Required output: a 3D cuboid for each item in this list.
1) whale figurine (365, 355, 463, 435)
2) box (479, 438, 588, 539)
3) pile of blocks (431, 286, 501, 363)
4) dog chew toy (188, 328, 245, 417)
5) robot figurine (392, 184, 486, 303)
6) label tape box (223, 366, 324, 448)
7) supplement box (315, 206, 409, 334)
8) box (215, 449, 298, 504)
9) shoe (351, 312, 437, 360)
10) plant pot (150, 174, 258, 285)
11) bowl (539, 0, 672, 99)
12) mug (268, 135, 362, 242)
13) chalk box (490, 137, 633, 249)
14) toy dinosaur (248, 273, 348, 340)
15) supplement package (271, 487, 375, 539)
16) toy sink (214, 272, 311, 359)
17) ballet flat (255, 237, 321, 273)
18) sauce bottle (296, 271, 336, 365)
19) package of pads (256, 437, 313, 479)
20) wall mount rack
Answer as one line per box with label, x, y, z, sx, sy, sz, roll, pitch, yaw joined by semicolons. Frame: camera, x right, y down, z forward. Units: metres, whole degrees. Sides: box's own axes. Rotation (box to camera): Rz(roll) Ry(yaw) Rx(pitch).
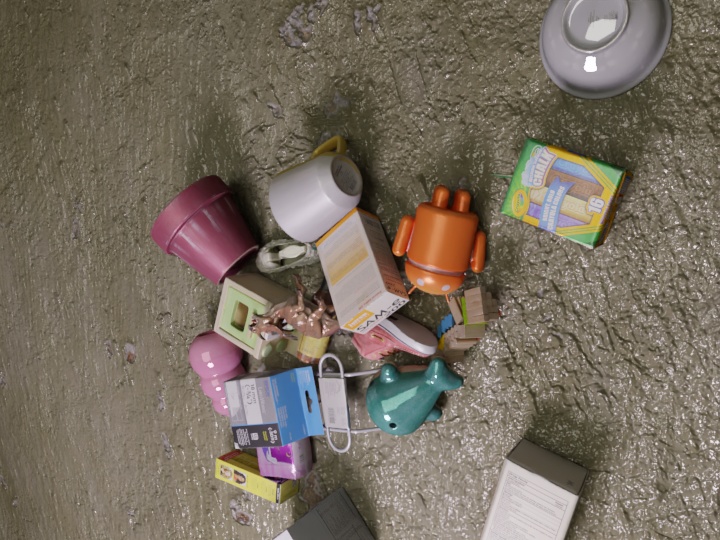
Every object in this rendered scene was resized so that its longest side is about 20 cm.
whale figurine;0.095;0.235;1.086;0.199;0.104;0.159;-33;110;34
box;0.292;0.418;1.005;0.126;0.108;0.204;21;105;28
pile of blocks;0.192;0.097;1.056;0.201;0.061;0.083;-59;39;46
dog chew toy;-0.322;0.239;1.362;0.122;0.124;0.204;-10;98;31
robot figurine;0.145;-0.046;1.045;0.116;0.142;0.204;26;109;48
label tape box;-0.184;0.286;1.223;0.197;0.063;0.148;-12;89;30
supplement box;0.000;0.000;1.125;0.125;0.073;0.203;-38;54;28
box;-0.240;0.474;1.358;0.196;0.075;0.051;8;97;32
shoe;0.062;0.138;1.134;0.198;0.071;0.093;28;112;39
plant pot;-0.329;-0.076;1.299;0.179;0.200;0.200;47;117;2
bowl;0.361;-0.371;0.894;0.197;0.090;0.206;4;98;31
mug;-0.080;-0.170;1.135;0.152;0.148;0.191;-23;78;43
chalk box;0.306;-0.131;0.932;0.198;0.124;0.126;27;108;25
toy dinosaur;-0.110;0.099;1.163;0.197;0.086;0.138;22;108;13
supplement package;-0.107;0.594;1.214;0.191;0.199;0.148;-45;73;26
toy sink;-0.207;0.106;1.277;0.197;0.111;0.133;26;108;26
ballet flat;-0.165;-0.037;1.265;0.197;0.071;0.073;-13;89;32
sauce bottle;-0.080;0.094;1.224;0.065;0.066;0.204;24;103;27
package of pads;-0.175;0.350;1.303;0.118;0.075;0.205;-7;91;33
wall mount rack;-0.013;0.263;1.201;0.171;0.074;0.205;-5;92;35
